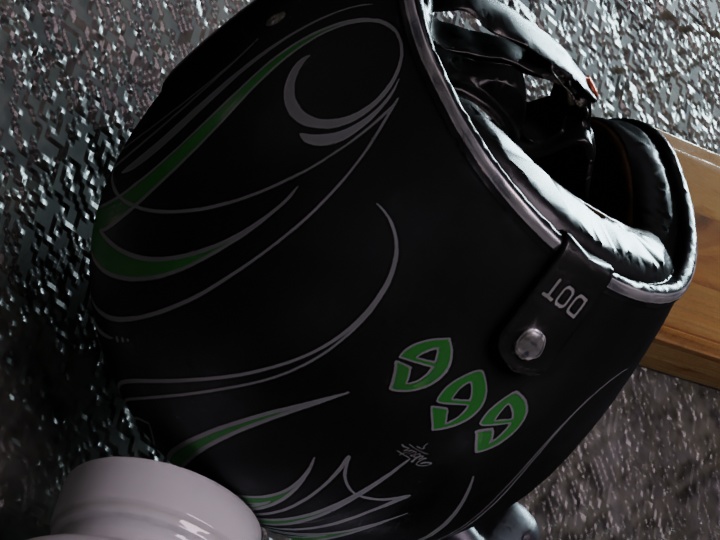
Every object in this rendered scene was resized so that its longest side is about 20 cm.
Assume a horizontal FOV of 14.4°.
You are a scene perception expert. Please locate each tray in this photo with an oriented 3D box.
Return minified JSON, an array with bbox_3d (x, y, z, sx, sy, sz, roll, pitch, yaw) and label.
[{"bbox_3d":[0.175,0.004,1.318,0.200,0.037,0.099,17,66,-45],"label":"tray"}]

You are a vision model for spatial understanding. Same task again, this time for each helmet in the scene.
[{"bbox_3d":[0.000,0.000,0.982,0.200,0.191,0.200,38,28,-25],"label":"helmet"}]

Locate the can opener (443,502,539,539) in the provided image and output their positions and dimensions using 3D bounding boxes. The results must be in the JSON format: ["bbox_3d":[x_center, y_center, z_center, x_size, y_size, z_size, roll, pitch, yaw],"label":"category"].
[{"bbox_3d":[0.006,0.146,1.053,0.200,0.063,0.079,-39,109,-48],"label":"can opener"}]

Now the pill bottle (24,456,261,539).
[{"bbox_3d":[-0.089,0.161,0.899,0.111,0.111,0.201,42,51,-34],"label":"pill bottle"}]
